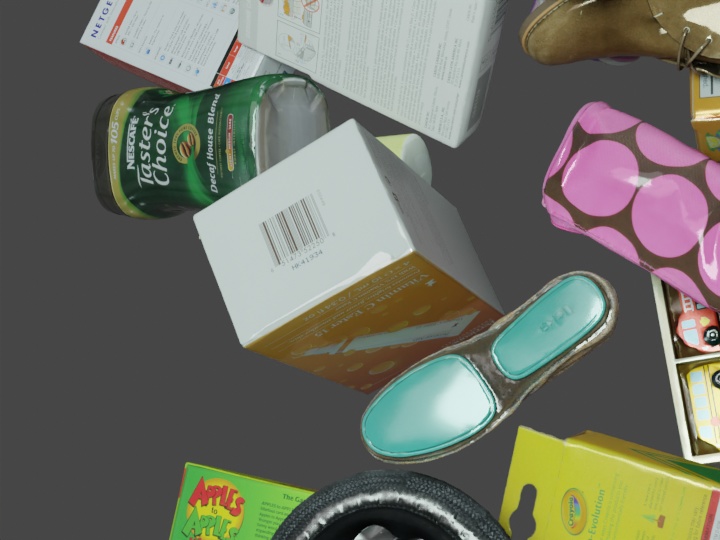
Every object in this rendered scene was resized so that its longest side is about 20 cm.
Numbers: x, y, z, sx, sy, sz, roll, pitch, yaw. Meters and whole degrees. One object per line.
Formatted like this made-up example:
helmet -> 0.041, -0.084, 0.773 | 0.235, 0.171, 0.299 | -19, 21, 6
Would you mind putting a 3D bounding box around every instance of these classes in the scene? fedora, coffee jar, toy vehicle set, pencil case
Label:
fedora -> 0.028, 0.226, 0.755 | 0.199, 0.092, 0.202 | -2, 78, 11
coffee jar -> -0.119, -0.090, 0.917 | 0.199, 0.085, 0.105 | 2, 95, 41
toy vehicle set -> 0.258, 0.021, 0.795 | 0.123, 0.026, 0.201 | -13, 72, 20
pencil case -> 0.208, -0.025, 0.767 | 0.200, 0.091, 0.094 | 35, 98, 29

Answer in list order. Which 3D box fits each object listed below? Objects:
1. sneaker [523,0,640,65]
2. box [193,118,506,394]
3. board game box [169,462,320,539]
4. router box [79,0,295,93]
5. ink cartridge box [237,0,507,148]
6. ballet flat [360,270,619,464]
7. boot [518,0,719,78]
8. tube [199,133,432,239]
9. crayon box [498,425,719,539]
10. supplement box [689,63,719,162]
sneaker -> 0.162, -0.238, 0.881 | 0.088, 0.080, 0.202 | -5, 68, 47
box -> 0.000, 0.000, 0.815 | 0.124, 0.200, 0.098 | -30, 67, 14
board game box -> -0.041, 0.207, 0.865 | 0.199, 0.048, 0.102 | 8, 80, 24
router box -> -0.113, -0.241, 1.010 | 0.179, 0.049, 0.201 | 26, 88, 27
ink cartridge box -> 0.006, -0.197, 0.875 | 0.199, 0.162, 0.050 | 29, 51, 18
ballet flat -> 0.093, 0.073, 0.831 | 0.199, 0.067, 0.068 | -32, 73, 14
boot -> 0.197, -0.151, 0.748 | 0.199, 0.074, 0.076 | -13, 70, 13
tube -> -0.043, -0.068, 0.938 | 0.199, 0.052, 0.058 | -3, 37, 30
crayon box -> 0.184, 0.180, 0.760 | 0.199, 0.051, 0.128 | 16, 97, 26
supplement box -> 0.252, -0.175, 0.812 | 0.068, 0.067, 0.201 | 0, 69, 21
